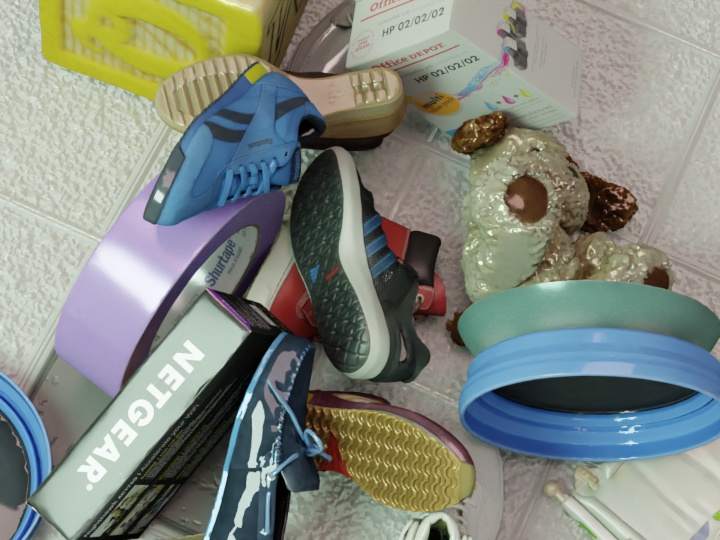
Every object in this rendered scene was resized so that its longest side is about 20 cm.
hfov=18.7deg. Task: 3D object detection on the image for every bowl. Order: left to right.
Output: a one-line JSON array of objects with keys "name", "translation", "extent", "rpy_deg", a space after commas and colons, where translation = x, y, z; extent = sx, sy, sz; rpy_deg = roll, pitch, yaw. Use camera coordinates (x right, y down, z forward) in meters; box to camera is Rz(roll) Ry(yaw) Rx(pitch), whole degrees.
[{"name": "bowl", "translation": [-0.332, 0.155, 1.641], "extent": [0.200, 0.039, 0.201], "rpy_deg": [3, 64, -6]}, {"name": "bowl", "translation": [0.173, 0.092, 1.613], "extent": [0.200, 0.201, 0.039], "rpy_deg": [5, 67, -4]}]

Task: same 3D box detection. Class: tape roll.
[{"name": "tape roll", "translation": [-0.141, 0.003, 1.644], "extent": [0.066, 0.200, 0.200], "rpy_deg": [35, 66, 10]}]

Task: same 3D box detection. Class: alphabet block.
[{"name": "alphabet block", "translation": [-0.136, -0.263, 1.775], "extent": [0.195, 0.196, 0.200], "rpy_deg": [19, 64, 5]}]

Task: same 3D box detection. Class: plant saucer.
[{"name": "plant saucer", "translation": [0.172, 0.060, 1.654], "extent": [0.200, 0.200, 0.036], "rpy_deg": [5, 68, -4]}]

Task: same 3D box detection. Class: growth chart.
[{"name": "growth chart", "translation": [0.262, 0.165, 1.715], "extent": [0.200, 0.018, 0.145], "rpy_deg": [-36, 74, -20]}]

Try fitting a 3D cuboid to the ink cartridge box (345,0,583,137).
[{"name": "ink cartridge box", "translation": [0.070, -0.178, 1.747], "extent": [0.200, 0.115, 0.068], "rpy_deg": [30, 57, -37]}]

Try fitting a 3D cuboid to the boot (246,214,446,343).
[{"name": "boot", "translation": [-0.014, 0.035, 1.718], "extent": [0.144, 0.072, 0.200], "rpy_deg": [25, 61, 4]}]

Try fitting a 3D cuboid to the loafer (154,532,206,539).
[{"name": "loafer", "translation": [-0.145, 0.235, 1.608], "extent": [0.200, 0.067, 0.076], "rpy_deg": [-13, 67, -12]}]

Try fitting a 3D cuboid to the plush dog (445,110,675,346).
[{"name": "plush dog", "translation": [0.137, -0.036, 1.747], "extent": [0.200, 0.160, 0.172], "rpy_deg": [32, 45, -26]}]

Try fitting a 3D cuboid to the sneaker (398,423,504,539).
[{"name": "sneaker", "translation": [0.069, 0.189, 1.629], "extent": [0.074, 0.116, 0.200], "rpy_deg": [15, 63, 3]}]

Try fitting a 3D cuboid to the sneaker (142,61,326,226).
[{"name": "sneaker", "translation": [-0.084, -0.081, 1.558], "extent": [0.078, 0.066, 0.200], "rpy_deg": [35, 37, 3]}]

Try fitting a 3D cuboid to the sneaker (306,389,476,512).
[{"name": "sneaker", "translation": [0.015, 0.124, 1.627], "extent": [0.200, 0.075, 0.090], "rpy_deg": [14, 17, 36]}]

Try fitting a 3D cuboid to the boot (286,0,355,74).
[{"name": "boot", "translation": [0.009, -0.220, 1.825], "extent": [0.074, 0.096, 0.200], "rpy_deg": [35, 66, 10]}]

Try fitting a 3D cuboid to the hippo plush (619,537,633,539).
[{"name": "hippo plush", "translation": [0.160, 0.285, 1.566], "extent": [0.200, 0.161, 0.160], "rpy_deg": [4, 64, -4]}]

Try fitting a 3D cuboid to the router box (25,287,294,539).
[{"name": "router box", "translation": [-0.138, 0.107, 1.584], "extent": [0.051, 0.149, 0.200], "rpy_deg": [41, 94, 13]}]

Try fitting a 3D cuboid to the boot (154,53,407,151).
[{"name": "boot", "translation": [-0.065, -0.116, 1.732], "extent": [0.200, 0.166, 0.072], "rpy_deg": [-3, 79, -9]}]

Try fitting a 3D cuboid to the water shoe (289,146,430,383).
[{"name": "water shoe", "translation": [0.000, 0.000, 1.679], "extent": [0.079, 0.071, 0.200], "rpy_deg": [17, 51, -39]}]

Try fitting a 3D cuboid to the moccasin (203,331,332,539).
[{"name": "moccasin", "translation": [-0.057, 0.147, 1.575], "extent": [0.068, 0.080, 0.200], "rpy_deg": [16, 94, 17]}]
